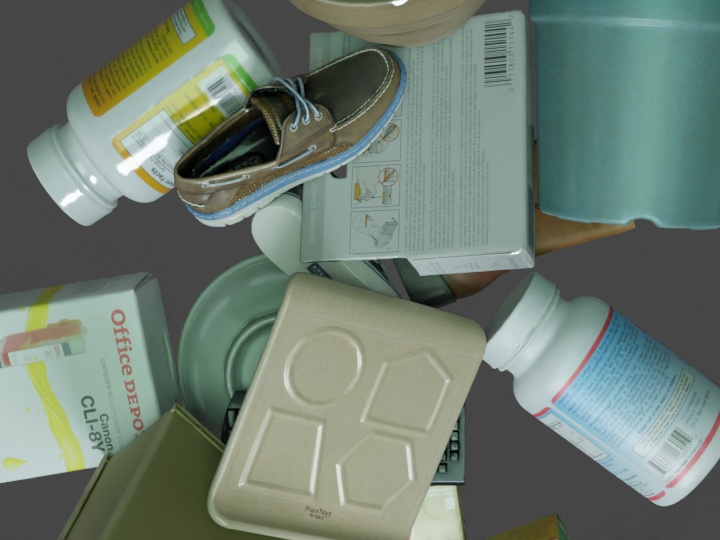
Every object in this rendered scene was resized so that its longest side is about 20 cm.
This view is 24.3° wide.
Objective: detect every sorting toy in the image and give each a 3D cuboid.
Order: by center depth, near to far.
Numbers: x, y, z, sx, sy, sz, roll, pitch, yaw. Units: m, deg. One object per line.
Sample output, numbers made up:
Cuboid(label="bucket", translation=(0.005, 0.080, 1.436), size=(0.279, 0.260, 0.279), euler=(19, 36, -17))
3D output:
Cuboid(label="sorting toy", translation=(-0.011, 0.113, 1.290), size=(0.185, 0.036, 0.201), euler=(16, 97, -30))

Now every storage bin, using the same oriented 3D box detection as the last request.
Cuboid(label="storage bin", translation=(-0.126, 0.236, 1.268), size=(0.199, 0.200, 0.094), euler=(43, 117, -11))

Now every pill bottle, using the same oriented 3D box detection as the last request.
Cuboid(label="pill bottle", translation=(-0.162, -0.125, 1.332), size=(0.200, 0.111, 0.111), euler=(-35, 96, 9))
Cuboid(label="pill bottle", translation=(0.196, 0.091, 1.348), size=(0.200, 0.109, 0.109), euler=(36, 100, -3))

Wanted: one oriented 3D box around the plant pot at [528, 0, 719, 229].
Cuboid(label="plant pot", translation=(0.214, -0.136, 1.257), size=(0.199, 0.200, 0.197), euler=(3, 98, 3))

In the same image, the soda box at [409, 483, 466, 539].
Cuboid(label="soda box", translation=(-0.013, 0.213, 1.405), size=(0.199, 0.064, 0.068), euler=(-8, 99, 4))

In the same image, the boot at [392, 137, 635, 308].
Cuboid(label="boot", translation=(0.101, -0.084, 1.348), size=(0.199, 0.068, 0.189), euler=(-24, 87, 2))

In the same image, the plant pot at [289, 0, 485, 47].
Cuboid(label="plant pot", translation=(0.035, -0.239, 1.288), size=(0.200, 0.201, 0.093), euler=(-15, 138, 6))

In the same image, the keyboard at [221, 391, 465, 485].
Cuboid(label="keyboard", translation=(-0.014, 0.162, 1.358), size=(0.199, 0.021, 0.128), euler=(0, 91, 6))

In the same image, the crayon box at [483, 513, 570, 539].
Cuboid(label="crayon box", translation=(0.084, 0.277, 1.382), size=(0.199, 0.119, 0.058), euler=(-23, 98, 8))

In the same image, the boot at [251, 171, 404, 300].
Cuboid(label="boot", translation=(0.000, 0.000, 1.349), size=(0.073, 0.090, 0.200), euler=(-28, 108, 34))

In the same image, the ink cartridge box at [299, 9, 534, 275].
Cuboid(label="ink cartridge box", translation=(0.046, -0.096, 1.298), size=(0.176, 0.045, 0.201), euler=(-3, 71, 16))

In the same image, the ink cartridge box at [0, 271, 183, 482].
Cuboid(label="ink cartridge box", translation=(-0.260, 0.091, 1.389), size=(0.199, 0.083, 0.146), euler=(-10, 100, 5))

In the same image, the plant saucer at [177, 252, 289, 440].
Cuboid(label="plant saucer", translation=(-0.057, 0.084, 1.393), size=(0.199, 0.050, 0.201), euler=(0, 100, 3))

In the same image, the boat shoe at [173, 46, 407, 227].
Cuboid(label="boat shoe", translation=(-0.053, -0.107, 1.266), size=(0.200, 0.072, 0.072), euler=(-38, 64, 0))
